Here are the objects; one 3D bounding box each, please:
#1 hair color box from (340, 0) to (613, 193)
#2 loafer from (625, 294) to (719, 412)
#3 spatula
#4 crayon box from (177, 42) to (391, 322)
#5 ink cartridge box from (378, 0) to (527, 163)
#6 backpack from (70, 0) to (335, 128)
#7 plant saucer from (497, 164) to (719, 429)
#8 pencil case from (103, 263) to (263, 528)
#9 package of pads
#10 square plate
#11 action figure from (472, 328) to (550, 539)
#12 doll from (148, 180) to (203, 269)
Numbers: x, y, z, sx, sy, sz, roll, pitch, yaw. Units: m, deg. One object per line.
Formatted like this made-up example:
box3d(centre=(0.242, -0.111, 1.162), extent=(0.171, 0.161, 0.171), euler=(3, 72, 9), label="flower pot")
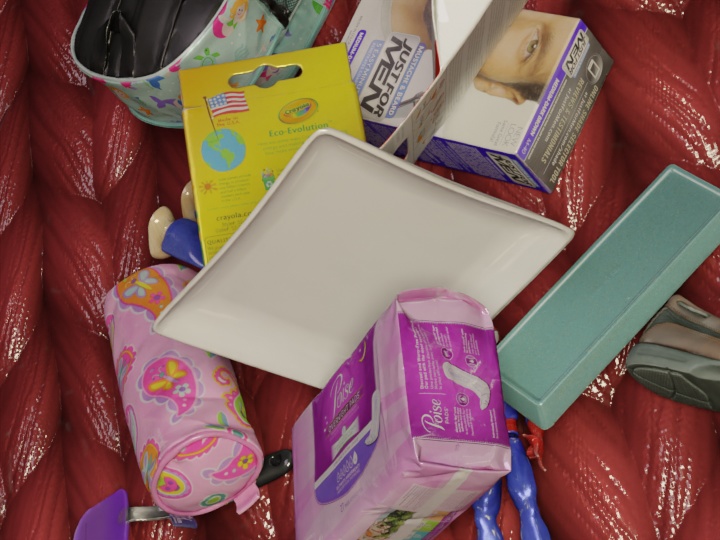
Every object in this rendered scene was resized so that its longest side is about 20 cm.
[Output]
box3d(centre=(0.069, -0.134, 1.326), extent=(0.199, 0.065, 0.110), euler=(17, 75, 39), label="hair color box")
box3d(centre=(0.249, 0.054, 1.091), extent=(0.199, 0.072, 0.063), euler=(12, 66, 41), label="loafer")
box3d(centre=(-0.130, 0.167, 1.327), extent=(0.198, 0.021, 0.057), euler=(-23, 48, 19), label="spatula")
box3d(centre=(-0.051, -0.050, 1.274), extent=(0.125, 0.051, 0.202), euler=(-9, 69, -2), label="crayon box")
box3d(centre=(0.053, -0.149, 1.201), extent=(0.050, 0.162, 0.201), euler=(37, 85, 7), label="ink cartridge box")
box3d(centre=(-0.125, -0.207, 1.446), extent=(0.176, 0.151, 0.201), euler=(11, 65, 42), label="backpack")
box3d(centre=(0.160, 0.011, 1.182), extent=(0.200, 0.019, 0.070), euler=(-45, 47, -12), label="plant saucer")
box3d(centre=(-0.127, 0.085, 1.317), extent=(0.087, 0.087, 0.201), euler=(-38, 42, 12), label="pencil case")
box3d(centre=(0.019, 0.110, 1.160), extent=(0.200, 0.075, 0.122), euler=(127, 143, -52), label="package of pads")
box3d(centre=(0.000, 0.000, 1.165), extent=(0.198, 0.199, 0.029), euler=(-46, 38, 34), label="square plate")
box3d(centre=(0.090, 0.123, 1.177), extent=(0.065, 0.052, 0.202), euler=(-17, 54, 18), label="action figure")
box3d(centre=(-0.051, -0.011, 1.329), extent=(0.199, 0.049, 0.136), euler=(22, 46, 27), label="doll")
